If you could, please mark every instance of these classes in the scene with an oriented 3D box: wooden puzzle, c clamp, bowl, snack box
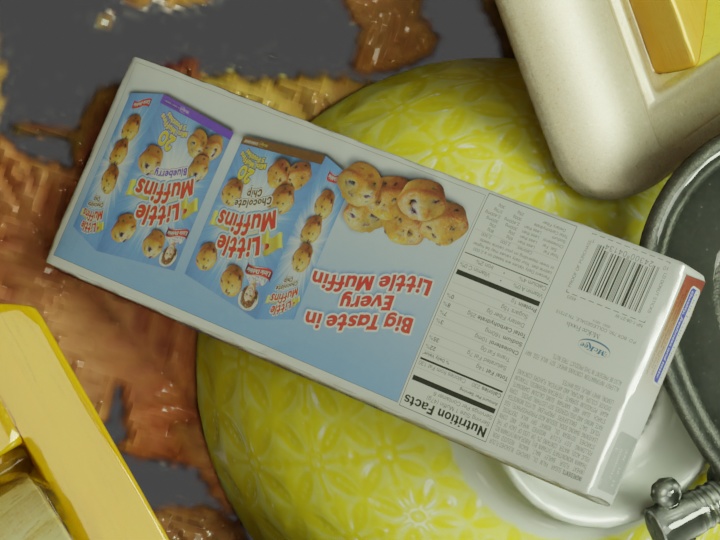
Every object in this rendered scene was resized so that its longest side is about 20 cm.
[{"bbox_3d":[0.107,-0.141,0.903,0.200,0.037,0.186,-31,106,-42],"label":"wooden puzzle"},{"bbox_3d":[0.162,0.019,0.868,0.200,0.027,0.171,-30,109,-11],"label":"c clamp"},{"bbox_3d":[0.057,0.034,0.904,0.199,0.108,0.201,-2,96,-18],"label":"bowl"},{"bbox_3d":[0.000,0.000,0.852,0.024,0.199,0.072,26,86,-62],"label":"snack box"}]

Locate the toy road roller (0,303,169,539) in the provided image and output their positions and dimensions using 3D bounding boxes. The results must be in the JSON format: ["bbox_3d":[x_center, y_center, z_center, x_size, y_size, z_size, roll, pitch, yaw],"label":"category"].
[{"bbox_3d":[-0.147,0.048,0.805,0.123,0.146,0.200,-30,89,-11],"label":"toy road roller"}]
